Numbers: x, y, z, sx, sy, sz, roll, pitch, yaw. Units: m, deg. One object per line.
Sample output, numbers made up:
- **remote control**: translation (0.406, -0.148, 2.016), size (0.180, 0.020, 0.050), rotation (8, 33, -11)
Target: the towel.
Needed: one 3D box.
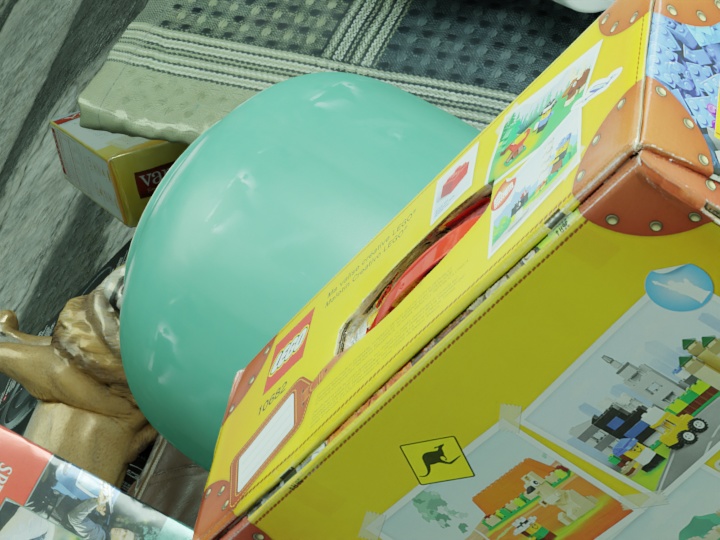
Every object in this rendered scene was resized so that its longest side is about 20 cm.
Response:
- **towel**: translation (0.005, -0.109, 1.156), size (0.193, 0.200, 0.035), rotation (-60, -29, -31)

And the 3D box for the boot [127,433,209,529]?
- **boot**: translation (-0.065, 0.065, 1.124), size (0.186, 0.064, 0.200), rotation (-20, 48, 60)

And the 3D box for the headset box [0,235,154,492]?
- **headset box**: translation (-0.132, 0.084, 1.353), size (0.200, 0.077, 0.149), rotation (-43, 22, 42)

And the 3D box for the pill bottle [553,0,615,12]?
- **pill bottle**: translation (0.030, -0.178, 1.111), size (0.200, 0.111, 0.111), rotation (31, 89, 34)

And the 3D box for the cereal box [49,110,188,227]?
- **cereal box**: translation (-0.070, -0.069, 1.369), size (0.144, 0.040, 0.200), rotation (-17, 12, -11)

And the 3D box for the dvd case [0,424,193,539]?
- **dvd case**: translation (-0.112, 0.147, 0.992), size (0.146, 0.200, 0.022), rotation (-62, -6, -11)

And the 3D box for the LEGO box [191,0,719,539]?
- **LEGO box**: translation (0.073, 0.036, 0.742), size (0.200, 0.149, 0.077), rotation (-44, 22, 38)

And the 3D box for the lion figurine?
- **lion figurine**: translation (-0.128, 0.084, 1.196), size (0.072, 0.122, 0.200), rotation (6, -79, -70)

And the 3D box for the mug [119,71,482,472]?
- **mug**: translation (-0.007, 0.009, 0.984), size (0.152, 0.114, 0.185), rotation (-62, -22, 5)
